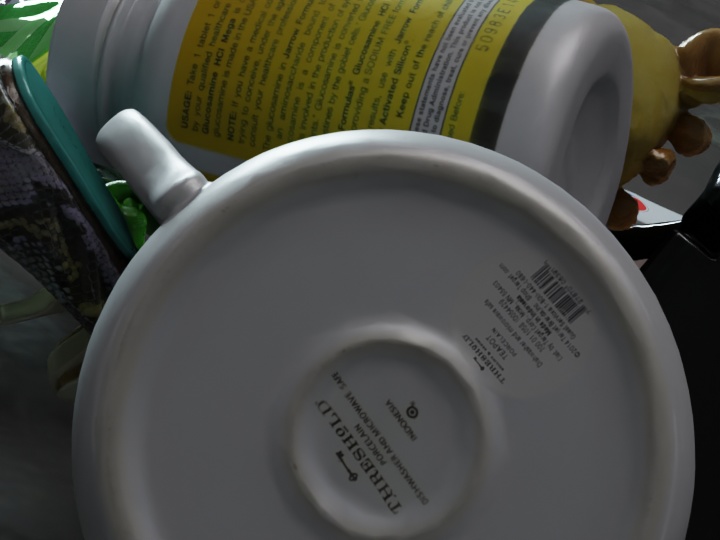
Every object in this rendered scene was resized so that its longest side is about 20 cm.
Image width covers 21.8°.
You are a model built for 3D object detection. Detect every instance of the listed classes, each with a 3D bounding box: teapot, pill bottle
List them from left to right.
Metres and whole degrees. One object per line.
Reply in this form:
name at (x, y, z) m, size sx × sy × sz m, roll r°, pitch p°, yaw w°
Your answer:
pill bottle at (-0.009, -0.060, 0.683) m, size 0.198 × 0.114 × 0.112 m, roll 16°, pitch 14°, yaw 21°
teapot at (0.003, 0.054, 0.586) m, size 0.195 × 0.202 × 0.146 m, roll 5°, pitch -8°, yaw 0°

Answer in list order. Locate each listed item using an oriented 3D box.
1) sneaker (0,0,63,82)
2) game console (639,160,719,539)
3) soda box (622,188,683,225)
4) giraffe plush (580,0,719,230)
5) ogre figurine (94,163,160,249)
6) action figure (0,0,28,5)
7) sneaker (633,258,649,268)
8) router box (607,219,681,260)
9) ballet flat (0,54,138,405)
sneaker at (-0.162, -0.064, 0.768) m, size 0.198 × 0.075 × 0.083 m, roll -19°, pitch 25°, yaw -27°
game console at (0.177, 0.058, 0.686) m, size 0.200 × 0.117 × 0.176 m, roll 41°, pitch 31°, yaw 0°
soda box at (0.105, -0.027, 1.086) m, size 0.198 × 0.069 × 0.064 m, roll 24°, pitch 17°, yaw -7°
giraffe plush at (0.062, -0.091, 0.780) m, size 0.199 × 0.173 × 0.163 m, roll -7°, pitch 51°, yaw -39°
ogre figurine at (-0.072, -0.052, 0.861) m, size 0.199 × 0.099 × 0.120 m, roll -28°, pitch 50°, yaw -29°
action figure at (-0.211, -0.161, 0.997) m, size 0.130 × 0.069 × 0.201 m, roll 38°, pitch 20°, yaw -31°
sneaker at (0.168, 0.039, 0.751) m, size 0.198 × 0.072 × 0.080 m, roll -6°, pitch 53°, yaw -29°
router box at (0.161, 0.002, 0.941) m, size 0.198 × 0.052 × 0.149 m, roll -7°, pitch -2°, yaw 36°
ballet flat at (-0.099, 0.010, 0.691) m, size 0.201 × 0.072 × 0.072 m, roll 55°, pitch 0°, yaw -33°
